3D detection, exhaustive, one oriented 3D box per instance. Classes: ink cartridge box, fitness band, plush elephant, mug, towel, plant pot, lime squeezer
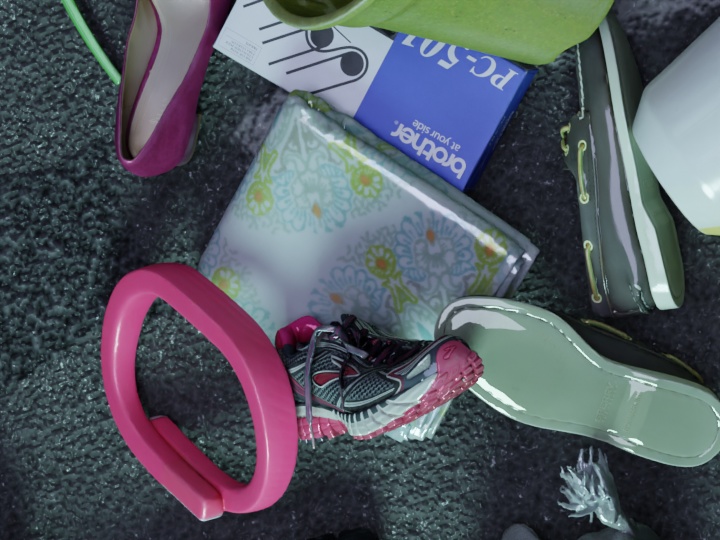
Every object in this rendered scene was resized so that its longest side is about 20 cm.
[{"bbox_3d":[0.009,-0.143,1.653,0.199,0.044,0.094,31,102,9],"label":"ink cartridge box"},{"bbox_3d":[-0.109,0.080,1.655,0.200,0.037,0.145,38,126,42],"label":"fitness band"},{"bbox_3d":[0.127,0.232,1.596,0.154,0.165,0.201,-24,92,26],"label":"plush elephant"},{"bbox_3d":[0.265,-0.084,1.542,0.153,0.149,0.187,-35,85,14],"label":"mug"},{"bbox_3d":[0.000,0.000,1.648,0.199,0.048,0.172,33,114,6],"label":"towel"},{"bbox_3d":[0.063,-0.219,1.546,0.200,0.183,0.202,-28,54,46],"label":"plant pot"},{"bbox_3d":[-0.199,-0.230,1.708,0.070,0.038,0.202,-1,93,-18],"label":"lime squeezer"}]

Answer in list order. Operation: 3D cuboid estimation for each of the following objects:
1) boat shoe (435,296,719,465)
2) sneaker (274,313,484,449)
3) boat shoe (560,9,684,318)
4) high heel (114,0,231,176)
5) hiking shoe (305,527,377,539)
[{"bbox_3d":[0.139,0.067,1.594,0.200,0.061,0.072,24,104,-7],"label":"boat shoe"},{"bbox_3d":[0.002,0.063,1.559,0.200,0.080,0.075,-13,100,57],"label":"sneaker"},{"bbox_3d":[0.160,-0.070,1.607,0.060,0.072,0.203,-13,85,22],"label":"boat shoe"},{"bbox_3d":[-0.134,-0.164,1.659,0.067,0.096,0.202,12,97,13],"label":"high heel"},{"bbox_3d":[-0.074,0.240,1.685,0.199,0.074,0.087,-15,90,14],"label":"hiking shoe"}]
